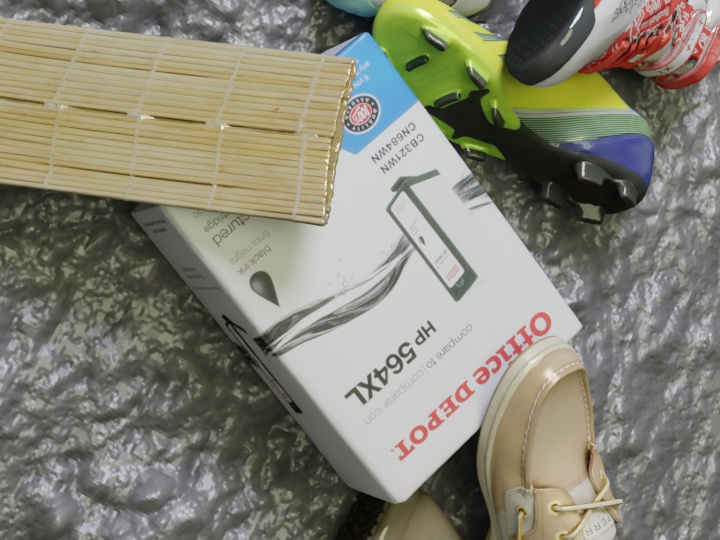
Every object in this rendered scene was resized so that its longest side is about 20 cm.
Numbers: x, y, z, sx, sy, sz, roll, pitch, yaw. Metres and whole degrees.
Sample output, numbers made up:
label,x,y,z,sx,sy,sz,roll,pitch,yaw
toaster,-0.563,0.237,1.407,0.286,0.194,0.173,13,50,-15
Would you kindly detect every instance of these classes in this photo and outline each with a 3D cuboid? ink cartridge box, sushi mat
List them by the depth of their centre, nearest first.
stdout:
label,x,y,z,sx,sy,sz,roll,pitch,yaw
sushi mat,-0.105,-0.075,0.731,0.199,0.012,0.096,8,66,9
ink cartridge box,0.000,0.000,0.793,0.146,0.084,0.200,-42,102,-15

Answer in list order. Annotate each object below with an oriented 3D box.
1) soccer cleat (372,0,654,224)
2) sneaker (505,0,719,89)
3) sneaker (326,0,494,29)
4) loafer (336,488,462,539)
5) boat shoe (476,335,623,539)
label,x,y,z,sx,sy,sz,roll,pitch,yaw
soccer cleat,0.086,-0.101,0.831,0.200,0.065,0.084,31,55,-28
sneaker,0.154,-0.135,0.823,0.108,0.067,0.202,49,43,-18
sneaker,0.058,-0.231,0.824,0.139,0.078,0.201,9,96,-21
loafer,-0.001,0.209,0.798,0.067,0.076,0.201,29,81,-11
boat shoe,0.107,0.129,0.797,0.074,0.069,0.201,-26,130,-31
